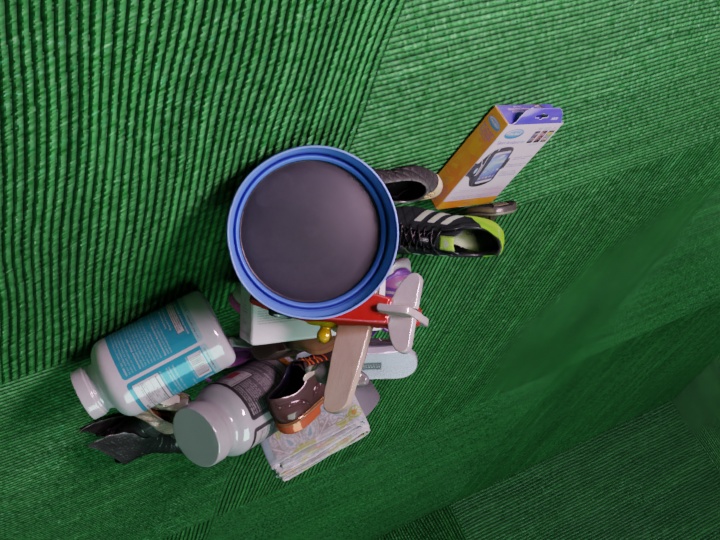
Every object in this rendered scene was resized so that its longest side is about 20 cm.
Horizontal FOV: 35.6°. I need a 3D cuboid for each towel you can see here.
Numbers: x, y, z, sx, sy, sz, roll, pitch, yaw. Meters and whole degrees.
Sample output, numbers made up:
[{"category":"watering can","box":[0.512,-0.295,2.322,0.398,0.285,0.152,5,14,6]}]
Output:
[{"category":"towel","box":[-0.092,0.220,1.794,0.171,0.200,0.048,-29,141,0]}]

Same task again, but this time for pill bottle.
[{"category":"pill bottle","box":[-0.272,0.116,1.463,0.200,0.111,0.111,-27,158,-6]},{"category":"pill bottle","box":[-0.177,0.207,1.678,0.200,0.116,0.116,-28,163,-48]}]

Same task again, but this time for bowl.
[{"category":"bowl","box":[-0.056,-0.044,1.303,0.200,0.201,0.039,-28,-171,-6]}]

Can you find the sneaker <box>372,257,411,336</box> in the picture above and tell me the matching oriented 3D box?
[{"category":"sneaker","box":[0.035,0.068,1.773,0.080,0.089,0.200,-17,155,-33]}]

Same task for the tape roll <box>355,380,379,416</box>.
[{"category":"tape roll","box":[-0.068,0.238,1.915,0.200,0.066,0.200,-30,-171,5]}]

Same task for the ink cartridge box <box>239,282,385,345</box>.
[{"category":"ink cartridge box","box":[-0.059,0.000,1.478,0.200,0.045,0.177,-5,107,-30]}]

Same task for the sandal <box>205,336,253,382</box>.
[{"category":"sandal","box":[-0.222,0.136,1.644,0.202,0.050,0.082,-8,149,-47]}]

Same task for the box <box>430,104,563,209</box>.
[{"category":"box","box":[0.188,-0.163,1.537,0.119,0.042,0.200,-9,148,-43]}]

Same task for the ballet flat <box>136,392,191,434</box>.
[{"category":"ballet flat","box":[-0.290,0.201,1.663,0.067,0.068,0.200,-12,163,15]}]

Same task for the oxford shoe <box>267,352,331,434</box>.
[{"category":"oxford shoe","box":[-0.061,0.150,1.660,0.200,0.071,0.073,-48,130,-31]}]

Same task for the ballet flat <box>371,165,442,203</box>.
[{"category":"ballet flat","box":[0.040,-0.102,1.457,0.200,0.057,0.066,-4,147,-48]}]

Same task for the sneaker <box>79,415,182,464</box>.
[{"category":"sneaker","box":[-0.346,0.264,1.758,0.104,0.060,0.200,-32,153,1]}]

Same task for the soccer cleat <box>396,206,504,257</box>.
[{"category":"soccer cleat","box":[0.100,-0.049,1.541,0.200,0.068,0.081,2,-165,-1]}]

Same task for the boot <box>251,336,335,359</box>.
[{"category":"boot","box":[-0.068,0.082,1.658,0.200,0.070,0.146,-17,-177,21]}]

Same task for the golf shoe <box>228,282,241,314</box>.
[{"category":"golf shoe","box":[-0.090,0.007,1.530,0.200,0.075,0.092,-16,142,-41]}]

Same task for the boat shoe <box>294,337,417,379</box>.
[{"category":"boat shoe","box":[-0.010,0.133,1.778,0.200,0.066,0.070,-1,113,-15]}]

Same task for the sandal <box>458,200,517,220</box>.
[{"category":"sandal","box":[0.171,-0.057,1.660,0.080,0.057,0.201,-11,168,-26]}]

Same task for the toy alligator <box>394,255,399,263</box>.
[{"category":"toy alligator","box":[0.000,0.000,1.627,0.200,0.054,0.059,-41,155,25]}]

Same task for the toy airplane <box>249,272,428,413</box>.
[{"category":"toy airplane","box":[-0.011,0.048,1.404,0.200,0.199,0.141,-35,168,-6]}]
